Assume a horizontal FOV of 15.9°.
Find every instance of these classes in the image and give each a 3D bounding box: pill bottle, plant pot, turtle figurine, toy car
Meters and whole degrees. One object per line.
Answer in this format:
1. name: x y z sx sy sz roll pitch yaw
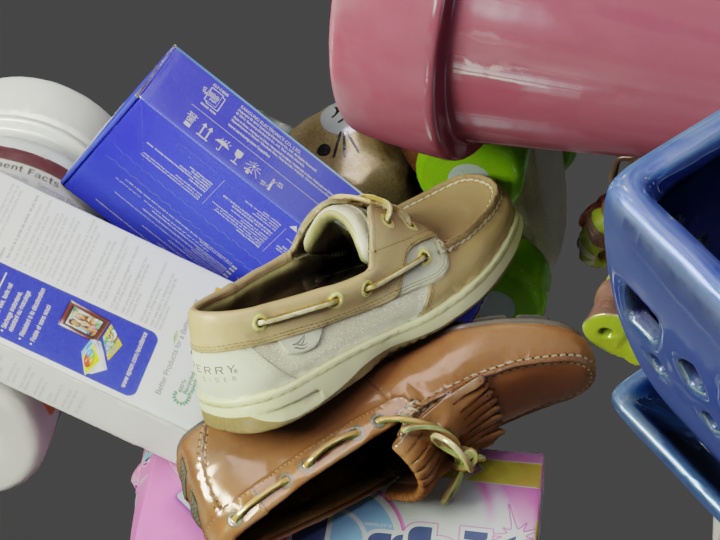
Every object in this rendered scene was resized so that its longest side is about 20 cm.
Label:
1. pill bottle: -0.189 0.004 1.312 0.114 0.114 0.200 9 50 8
2. plant pot: 0.226 0.034 1.074 0.200 0.180 0.200 -30 58 -22
3. turtle figurine: 0.159 -0.041 1.223 0.064 0.200 0.161 43 40 -21
4. plant pot: 0.104 -0.132 1.159 0.179 0.200 0.200 18 52 16
5. toy car: 0.005 -0.063 1.356 0.200 0.158 0.164 -1 39 15

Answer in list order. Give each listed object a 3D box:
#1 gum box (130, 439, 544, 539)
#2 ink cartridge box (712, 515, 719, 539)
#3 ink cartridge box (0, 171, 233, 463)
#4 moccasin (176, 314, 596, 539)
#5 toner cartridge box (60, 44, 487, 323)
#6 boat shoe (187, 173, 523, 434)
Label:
1. gum box: -0.017 0.142 1.224 0.200 0.066 0.114 5 51 5
2. ink cartridge box: 0.237 0.082 1.234 0.125 0.129 0.200 4 51 4
3. ink cartridge box: -0.155 0.010 1.226 0.200 0.037 0.095 27 49 -8
4. moccasin: 0.018 0.078 1.184 0.201 0.074 0.078 -17 57 -17
5. toner cartridge box: -0.044 -0.016 1.282 0.200 0.095 0.043 39 51 -9
6. boat shoe: 0.000 0.000 1.183 0.074 0.066 0.200 7 34 43
